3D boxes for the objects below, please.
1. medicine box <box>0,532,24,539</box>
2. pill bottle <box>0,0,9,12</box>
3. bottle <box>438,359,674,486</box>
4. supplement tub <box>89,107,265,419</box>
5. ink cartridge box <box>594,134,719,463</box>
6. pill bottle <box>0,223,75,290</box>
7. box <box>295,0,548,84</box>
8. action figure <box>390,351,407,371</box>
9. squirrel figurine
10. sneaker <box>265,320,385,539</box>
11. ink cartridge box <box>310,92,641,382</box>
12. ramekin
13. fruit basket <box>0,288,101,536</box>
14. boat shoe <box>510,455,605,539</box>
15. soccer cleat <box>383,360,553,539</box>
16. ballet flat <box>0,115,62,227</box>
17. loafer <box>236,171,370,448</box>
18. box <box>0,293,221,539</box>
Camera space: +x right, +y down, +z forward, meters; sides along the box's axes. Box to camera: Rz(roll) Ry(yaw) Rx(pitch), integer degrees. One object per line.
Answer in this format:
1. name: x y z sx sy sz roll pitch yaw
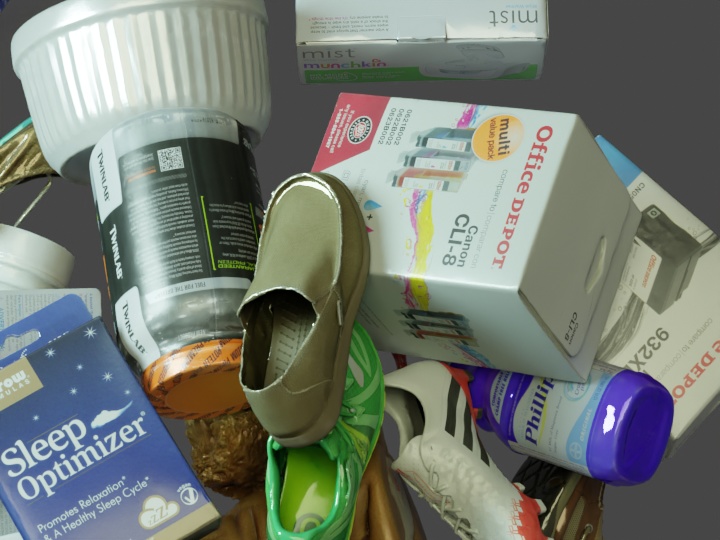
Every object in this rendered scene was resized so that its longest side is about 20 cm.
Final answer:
1. medicine box: -0.242 0.267 1.573 0.198 0.183 0.104 -10 61 -24
2. pill bottle: -0.343 -0.224 1.782 0.119 0.120 0.201 31 76 9
3. bottle: 0.137 0.097 1.658 0.199 0.065 0.084 17 88 48
4. supplement tub: -0.122 -0.004 1.609 0.121 0.123 0.202 -11 65 -2
5. ink cartridge box: 0.207 0.022 1.719 0.200 0.084 0.145 42 78 11
6. pill bottle: -0.284 0.072 1.701 0.110 0.111 0.202 16 75 6
7. box: 0.047 -0.246 1.792 0.198 0.097 0.178 -2 75 0
8. action figure: 0.000 0.000 1.751 0.065 0.052 0.202 -14 72 2
9. squirrel figurine: -0.064 0.173 1.667 0.185 0.142 0.202 -20 77 8
10. sneaker: -0.024 0.115 1.560 0.073 0.084 0.202 4 64 4
11. ink cartridge box: 0.075 -0.025 1.615 0.198 0.145 0.146 7 65 30
12. ramekin: -0.160 -0.137 1.713 0.198 0.200 0.106 -11 78 -2
13. fruit basket: -0.280 0.106 1.602 0.198 0.094 0.187 0 76 -19
14. boat shoe: 0.144 0.202 1.683 0.074 0.075 0.201 38 66 -22
15. soccer cleat: 0.069 0.151 1.620 0.085 0.069 0.201 -4 55 -32
16. ballet flat: -0.308 -0.049 1.768 0.199 0.068 0.073 -32 95 -12
17. loafer: -0.041 0.017 1.522 0.075 0.067 0.202 -12 61 23
18. box: -0.196 0.117 1.530 0.121 0.032 0.201 -29 72 -15
